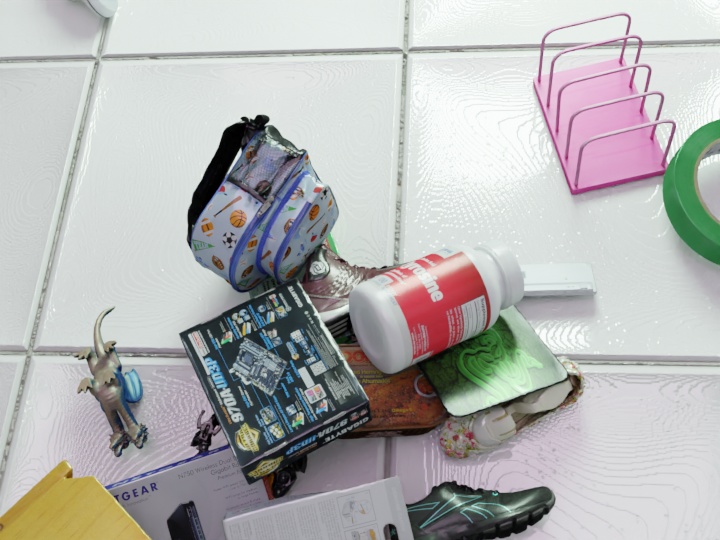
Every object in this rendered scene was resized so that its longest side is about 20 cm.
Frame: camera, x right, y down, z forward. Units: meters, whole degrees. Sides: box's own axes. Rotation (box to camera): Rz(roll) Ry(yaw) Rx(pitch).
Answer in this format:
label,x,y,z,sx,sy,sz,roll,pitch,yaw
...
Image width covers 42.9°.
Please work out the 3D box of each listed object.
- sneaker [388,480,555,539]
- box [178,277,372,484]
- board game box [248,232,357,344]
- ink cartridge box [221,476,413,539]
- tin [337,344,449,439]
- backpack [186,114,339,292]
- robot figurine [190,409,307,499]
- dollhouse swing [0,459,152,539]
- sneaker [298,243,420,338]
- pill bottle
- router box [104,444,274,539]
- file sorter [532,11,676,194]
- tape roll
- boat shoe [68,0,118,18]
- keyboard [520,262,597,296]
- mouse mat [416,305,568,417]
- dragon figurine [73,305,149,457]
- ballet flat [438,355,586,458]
label,x,y,z,sx,sy,sz,roll,pitch,yaw
sneaker,0.125,0.275,1.054,0.198,0.076,0.080,-17,60,-2
box,-0.100,0.120,1.051,0.158,0.046,0.201,-26,55,-12
board game box,-0.083,0.020,1.231,0.133,0.029,0.201,-18,63,-3
ink cartridge box,-0.039,0.325,1.006,0.198,0.057,0.164,-13,88,-8
tin,0.020,0.146,1.114,0.198,0.042,0.113,1,63,-19
backpack,-0.125,-0.065,1.170,0.154,0.200,0.191,38,83,18
robot figurine,-0.125,0.181,1.125,0.143,0.058,0.202,11,76,5
dollhouse swing,-0.301,0.358,1.008,0.200,0.176,0.182,39,70,22
sneaker,0.000,0.000,1.181,0.199,0.076,0.116,-24,63,-25
pill bottle,0.094,0.036,1.104,0.199,0.113,0.113,-23,62,-22
router box,-0.190,0.309,1.047,0.198,0.049,0.181,-19,89,-2
file sorter,0.333,-0.234,1.256,0.137,0.126,0.202,-13,63,1
tape roll,0.498,-0.101,1.195,0.198,0.048,0.203,1,69,-2
boat shoe,-0.466,-0.476,1.514,0.070,0.071,0.201,-40,67,17
keyboard,0.207,0.012,1.203,0.198,0.011,0.057,-2,39,4
mouse mat,0.140,0.090,1.130,0.159,0.008,0.200,-16,43,-15
dragon figurine,-0.319,0.145,1.179,0.058,0.100,0.201,-21,44,-3
ballet flat,0.185,0.164,1.099,0.199,0.064,0.076,-31,100,-9
